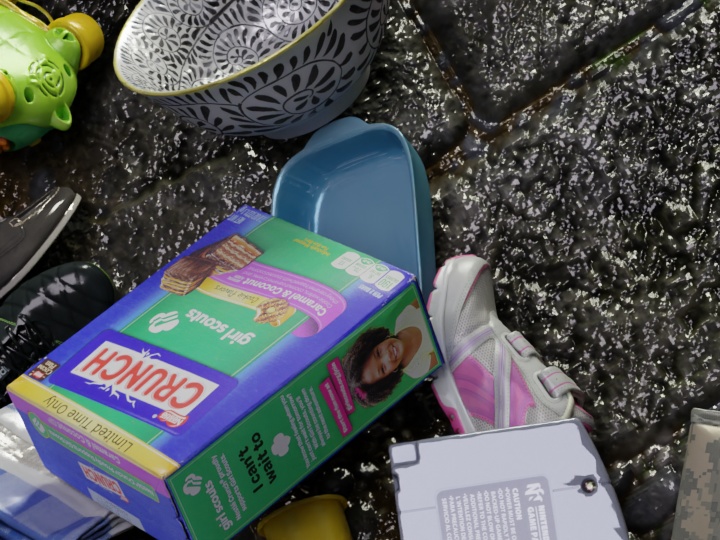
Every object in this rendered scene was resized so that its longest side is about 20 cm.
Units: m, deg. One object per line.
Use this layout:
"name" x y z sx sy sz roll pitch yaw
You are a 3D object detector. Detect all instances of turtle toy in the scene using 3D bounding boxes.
"turtle toy" -0.283 -0.142 1.599 0.200 0.146 0.101 31 127 15

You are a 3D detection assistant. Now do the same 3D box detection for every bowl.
"bowl" -0.052 -0.149 1.511 0.201 0.094 0.201 -24 34 17

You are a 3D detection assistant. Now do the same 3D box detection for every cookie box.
"cookie box" -0.081 0.063 1.375 0.200 0.075 0.171 -39 38 -24

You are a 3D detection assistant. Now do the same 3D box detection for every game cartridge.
"game cartridge" 0.094 0.190 1.329 0.133 0.040 0.200 -9 80 8

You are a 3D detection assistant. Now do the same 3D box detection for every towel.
"towel" -0.170 0.112 1.458 0.147 0.200 0.024 26 125 29

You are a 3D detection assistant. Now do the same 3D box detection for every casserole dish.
"casserole dish" 0.000 0.000 1.477 0.121 0.039 0.200 -19 66 35

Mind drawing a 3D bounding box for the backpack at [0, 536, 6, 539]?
"backpack" -0.239 0.212 1.454 0.200 0.168 0.163 31 81 28

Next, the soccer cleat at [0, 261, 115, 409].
"soccer cleat" -0.242 0.071 1.534 0.200 0.081 0.068 -39 101 16

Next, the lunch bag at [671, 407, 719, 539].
"lunch bag" 0.278 0.170 1.278 0.200 0.118 0.164 3 74 28

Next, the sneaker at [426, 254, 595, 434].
"sneaker" 0.096 0.082 1.409 0.088 0.081 0.200 -16 74 13

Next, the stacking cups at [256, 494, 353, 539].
"stacking cups" -0.009 0.239 1.407 0.060 0.061 0.200 -24 66 14

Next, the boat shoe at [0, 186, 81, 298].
"boat shoe" -0.270 0.005 1.556 0.057 0.067 0.200 45 71 -13
